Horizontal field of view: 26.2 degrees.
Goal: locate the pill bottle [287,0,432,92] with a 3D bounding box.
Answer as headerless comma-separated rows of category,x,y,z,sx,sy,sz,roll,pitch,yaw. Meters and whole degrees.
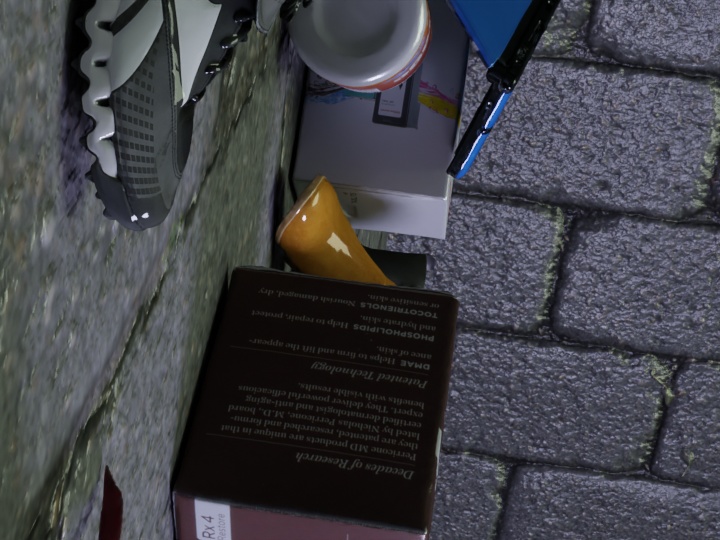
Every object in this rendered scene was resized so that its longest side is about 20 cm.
pill bottle,0.004,-0.206,1.287,0.200,0.111,0.114,-45,142,-83

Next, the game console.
game console,0.098,-0.212,1.372,0.172,0.117,0.200,-61,178,37

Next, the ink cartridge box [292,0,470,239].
ink cartridge box,0.023,-0.150,1.459,0.147,0.144,0.203,81,17,-77

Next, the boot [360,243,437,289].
boot,-0.001,0.034,1.518,0.201,0.136,0.078,-77,174,-46

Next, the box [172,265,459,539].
box,-0.027,0.131,1.062,0.167,0.162,0.202,94,5,-47

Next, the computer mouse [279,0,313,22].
computer mouse,-0.027,-0.287,1.108,0.201,0.052,0.140,92,7,-58

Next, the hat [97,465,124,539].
hat,-0.134,0.190,0.619,0.199,0.175,0.168,2,99,-49

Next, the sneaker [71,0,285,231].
sneaker,-0.059,-0.112,0.604,0.066,0.089,0.203,-54,151,-81

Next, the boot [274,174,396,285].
boot,0.000,0.001,1.349,0.071,0.144,0.201,-49,170,-15
